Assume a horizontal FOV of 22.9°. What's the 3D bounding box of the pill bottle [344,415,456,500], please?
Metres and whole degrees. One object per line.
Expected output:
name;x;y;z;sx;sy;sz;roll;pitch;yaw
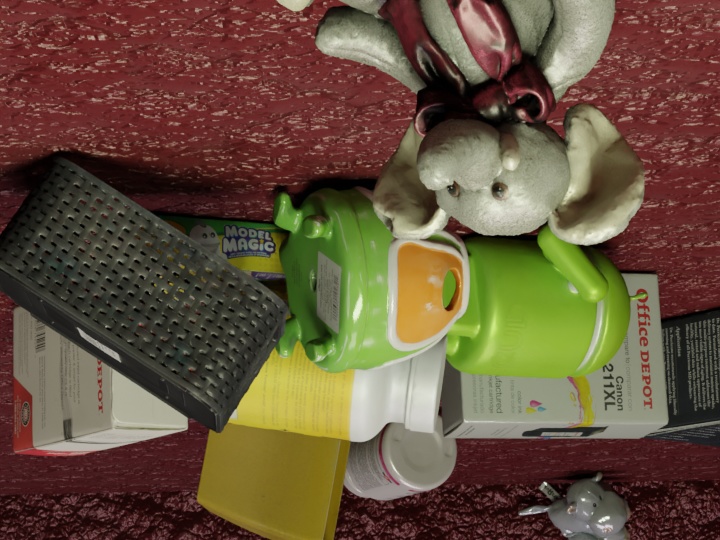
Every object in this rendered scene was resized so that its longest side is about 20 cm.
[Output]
pill bottle;0.047;0.264;2.511;0.112;0.115;0.200;4;166;-23

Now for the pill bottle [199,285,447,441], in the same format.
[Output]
pill bottle;-0.033;0.078;1.444;0.198;0.113;0.112;8;168;6

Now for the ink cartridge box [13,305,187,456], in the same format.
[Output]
ink cartridge box;-0.244;0.089;1.657;0.082;0.148;0.199;7;165;-36

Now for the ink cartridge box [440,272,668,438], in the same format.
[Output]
ink cartridge box;0.177;0.078;1.649;0.198;0.147;0.083;1;165;-12

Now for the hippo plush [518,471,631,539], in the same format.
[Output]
hippo plush;0.430;0.429;3.293;0.199;0.159;0.161;38;151;13

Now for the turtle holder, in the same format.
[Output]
turtle holder;0.003;0.010;1.356;0.130;0.142;0.185;-3;166;-20

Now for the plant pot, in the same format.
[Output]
plant pot;-0.112;0.256;2.332;0.175;0.202;0.200;10;168;4

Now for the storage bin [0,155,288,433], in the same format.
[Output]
storage bin;-0.160;0.021;1.282;0.199;0.094;0.135;32;167;3

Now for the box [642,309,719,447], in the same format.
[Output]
box;0.426;0.114;1.879;0.199;0.125;0.196;11;164;-41

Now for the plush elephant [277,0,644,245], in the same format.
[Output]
plush elephant;0.060;-0.088;0.898;0.163;0.156;0.200;-9;165;30

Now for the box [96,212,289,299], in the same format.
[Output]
box;-0.113;-0.007;1.481;0.198;0.049;0.117;6;165;-21

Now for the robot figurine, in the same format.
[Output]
robot figurine;0.143;0.033;1.517;0.198;0.117;0.176;4;154;-22
